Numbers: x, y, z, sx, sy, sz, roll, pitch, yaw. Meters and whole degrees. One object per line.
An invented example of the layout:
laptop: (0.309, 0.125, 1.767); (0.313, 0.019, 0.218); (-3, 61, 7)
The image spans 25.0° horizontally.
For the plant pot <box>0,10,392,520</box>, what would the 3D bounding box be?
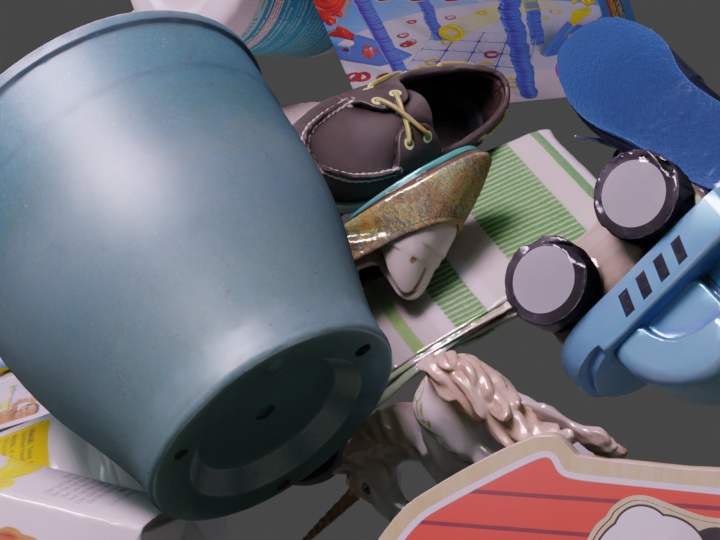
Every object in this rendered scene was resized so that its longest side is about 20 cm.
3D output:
plant pot: (-0.087, 0.009, 0.797); (0.200, 0.200, 0.188); (-34, 61, -9)

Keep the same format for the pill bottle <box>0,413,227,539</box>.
pill bottle: (-0.182, 0.143, 0.896); (0.199, 0.115, 0.115); (-22, 39, 7)

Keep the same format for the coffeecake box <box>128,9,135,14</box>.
coffeecake box: (-0.187, -0.091, 1.190); (0.200, 0.073, 0.153); (-39, 42, -15)

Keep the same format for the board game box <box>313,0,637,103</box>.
board game box: (0.064, -0.200, 1.071); (0.199, 0.196, 0.056); (-3, 44, 27)

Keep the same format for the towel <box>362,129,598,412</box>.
towel: (0.059, -0.006, 0.999); (0.199, 0.023, 0.153); (-31, 38, -2)

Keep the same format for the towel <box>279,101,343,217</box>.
towel: (-0.041, -0.068, 1.072); (0.132, 0.035, 0.200); (0, 25, 29)

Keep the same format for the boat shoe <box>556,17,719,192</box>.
boat shoe: (0.183, -0.080, 0.977); (0.084, 0.069, 0.200); (-38, 43, 7)

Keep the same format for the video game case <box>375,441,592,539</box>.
video game case: (0.055, 0.174, 0.804); (0.199, 0.018, 0.143); (-26, 39, 2)

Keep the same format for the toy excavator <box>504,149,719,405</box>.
toy excavator: (0.204, 0.022, 0.823); (0.194, 0.100, 0.200); (-45, 60, 13)

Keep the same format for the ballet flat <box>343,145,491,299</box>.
ballet flat: (0.000, 0.000, 0.964); (0.199, 0.071, 0.071); (-28, 39, 4)

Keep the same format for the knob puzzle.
knob puzzle: (0.073, 0.168, 0.673); (0.218, 0.221, 0.030); (-12, -1, 18)

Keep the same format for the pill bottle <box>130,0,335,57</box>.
pill bottle: (-0.064, -0.209, 1.163); (0.110, 0.112, 0.200); (8, 9, 35)

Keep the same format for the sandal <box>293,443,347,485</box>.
sandal: (-0.068, 0.030, 0.920); (0.076, 0.043, 0.201); (-25, 78, 13)

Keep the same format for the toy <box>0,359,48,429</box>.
toy: (-0.197, 0.040, 1.071); (0.199, 0.047, 0.115); (-20, 41, 10)

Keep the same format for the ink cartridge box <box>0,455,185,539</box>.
ink cartridge box: (-0.202, 0.165, 0.799); (0.199, 0.083, 0.146); (12, 92, 6)

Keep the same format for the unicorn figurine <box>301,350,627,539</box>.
unicorn figurine: (0.054, 0.092, 0.793); (0.137, 0.201, 0.074); (28, 54, 15)

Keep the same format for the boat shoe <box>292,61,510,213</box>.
boat shoe: (0.022, -0.090, 1.004); (0.061, 0.072, 0.201); (-39, -8, 37)
